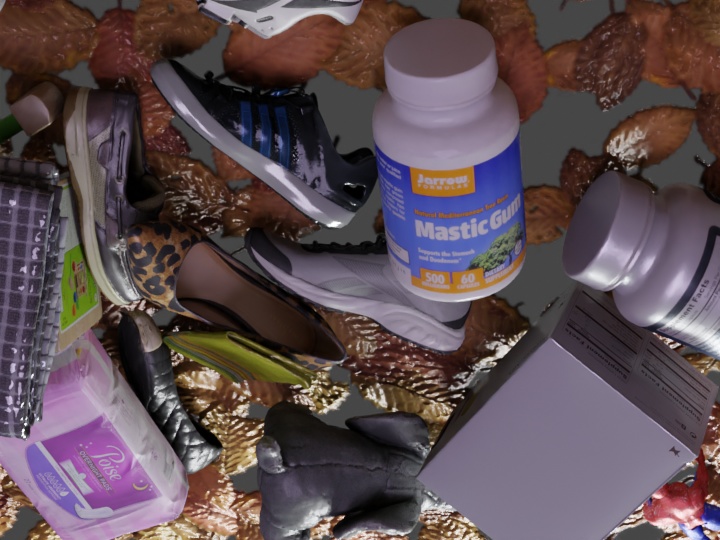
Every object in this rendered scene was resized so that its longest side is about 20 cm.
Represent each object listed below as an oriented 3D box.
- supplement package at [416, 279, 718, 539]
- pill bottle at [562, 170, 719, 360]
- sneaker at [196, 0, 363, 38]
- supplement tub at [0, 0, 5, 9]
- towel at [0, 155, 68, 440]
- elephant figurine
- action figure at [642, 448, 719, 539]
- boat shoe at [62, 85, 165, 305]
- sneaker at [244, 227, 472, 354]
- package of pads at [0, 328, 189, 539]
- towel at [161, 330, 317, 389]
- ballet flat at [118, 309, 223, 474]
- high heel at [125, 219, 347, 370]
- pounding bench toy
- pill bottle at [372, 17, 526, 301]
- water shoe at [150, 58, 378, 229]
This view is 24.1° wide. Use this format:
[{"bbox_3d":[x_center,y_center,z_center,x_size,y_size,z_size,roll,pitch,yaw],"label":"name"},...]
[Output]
[{"bbox_3d":[0.174,0.137,1.429,0.156,0.111,0.200,38,124,-2],"label":"supplement package"},{"bbox_3d":[0.267,-0.001,1.330,0.199,0.120,0.120,23,128,-14],"label":"pill bottle"},{"bbox_3d":[-0.092,-0.205,1.209,0.199,0.074,0.089,3,128,2],"label":"sneaker"},{"bbox_3d":[-0.360,-0.216,1.185,0.199,0.123,0.123,-10,129,11],"label":"supplement tub"},{"bbox_3d":[-0.304,0.013,1.226,0.165,0.086,0.201,9,101,4],"label":"towel"},{"bbox_3d":[0.011,0.179,1.493,0.199,0.155,0.142,3,116,1],"label":"elephant figurine"},{"bbox_3d":[0.299,0.203,1.543,0.065,0.099,0.200,-27,146,20],"label":"action figure"},{"bbox_3d":[-0.188,-0.055,1.342,0.064,0.073,0.201,-1,130,11],"label":"boat shoe"},{"bbox_3d":[0.000,0.000,1.389,0.199,0.074,0.080,20,99,-6],"label":"sneaker"},{"bbox_3d":[-0.241,0.143,1.433,0.120,0.076,0.200,-18,130,12],"label":"package of pads"},{"bbox_3d":[-0.105,0.073,1.397,0.086,0.018,0.200,26,169,-18],"label":"towel"},{"bbox_3d":[-0.171,0.104,1.494,0.057,0.066,0.201,-28,136,-15],"label":"ballet flat"},{"bbox_3d":[-0.096,0.019,1.342,0.142,0.072,0.200,18,165,29],"label":"high heel"},{"bbox_3d":[-0.302,-0.044,1.322,0.155,0.124,0.201,-2,101,7],"label":"pounding bench toy"},{"bbox_3d":[0.067,-0.084,1.276,0.111,0.112,0.201,-3,131,6],"label":"pill bottle"},{"bbox_3d":[-0.071,-0.115,1.302,0.200,0.072,0.079,37,95,-23],"label":"water shoe"}]
